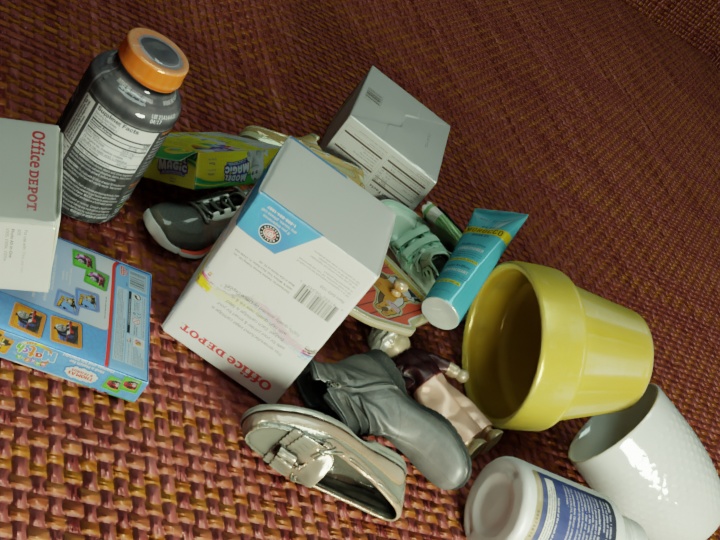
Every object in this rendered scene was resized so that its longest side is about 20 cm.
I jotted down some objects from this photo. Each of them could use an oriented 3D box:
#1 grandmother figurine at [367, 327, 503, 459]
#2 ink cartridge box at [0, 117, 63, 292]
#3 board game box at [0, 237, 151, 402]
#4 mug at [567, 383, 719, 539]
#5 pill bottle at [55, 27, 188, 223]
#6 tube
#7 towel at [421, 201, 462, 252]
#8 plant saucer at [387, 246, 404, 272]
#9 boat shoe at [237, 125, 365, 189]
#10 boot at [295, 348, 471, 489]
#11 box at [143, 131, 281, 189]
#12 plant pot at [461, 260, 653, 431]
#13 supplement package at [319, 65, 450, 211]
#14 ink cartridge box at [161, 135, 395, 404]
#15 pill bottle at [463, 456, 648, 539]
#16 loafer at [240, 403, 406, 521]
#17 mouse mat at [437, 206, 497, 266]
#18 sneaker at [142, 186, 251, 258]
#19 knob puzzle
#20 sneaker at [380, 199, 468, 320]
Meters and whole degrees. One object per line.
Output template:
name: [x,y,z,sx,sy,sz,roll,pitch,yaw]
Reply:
grandmother figurine: [0.077,0.136,1.314,0.201,0.061,0.120,50,32,21]
ink cartridge box: [-0.366,-0.066,0.977,0.196,0.088,0.147,4,42,-17]
board game box: [-0.293,0.028,1.043,0.198,0.037,0.153,25,34,-27]
mug: [0.370,0.257,1.429,0.176,0.147,0.200,50,0,-4]
pill bottle: [-0.255,-0.154,1.160,0.105,0.201,0.107,29,31,-20]
tube: [0.139,-0.011,1.383,0.076,0.051,0.201,12,46,26]
towel: [0.155,-0.005,1.546,0.201,0.023,0.153,50,-4,11]
plant saucer: [-0.029,-0.015,1.409,0.198,0.035,0.202,31,30,-20]
boat shoe: [-0.077,-0.148,1.473,0.198,0.071,0.077,29,61,-32]
boot: [0.019,0.171,1.200,0.131,0.070,0.200,-6,42,-50]
box: [-0.187,-0.130,1.303,0.116,0.049,0.199,16,13,30]
plant pot: [0.251,0.102,1.380,0.186,0.202,0.203,9,40,-23]
supplement package: [0.030,-0.178,1.612,0.155,0.111,0.201,36,29,-10]
ink cartridge box: [-0.083,0.000,1.158,0.146,0.201,0.147,35,29,-9]
pill bottle: [0.221,0.288,1.225,0.198,0.111,0.112,25,33,-26]
loafer: [-0.031,0.193,1.105,0.198,0.072,0.064,26,39,-30]
mouse mat: [0.186,-0.002,1.561,0.161,0.008,0.200,48,4,-36]
sneaker: [-0.161,-0.069,1.276,0.198,0.082,0.077,-5,52,-52]
knob puzzle: [0.000,0.000,1.331,0.218,0.031,0.221,30,25,-16]
sneaker: [0.086,-0.031,1.471,0.201,0.073,0.118,51,-12,14]
